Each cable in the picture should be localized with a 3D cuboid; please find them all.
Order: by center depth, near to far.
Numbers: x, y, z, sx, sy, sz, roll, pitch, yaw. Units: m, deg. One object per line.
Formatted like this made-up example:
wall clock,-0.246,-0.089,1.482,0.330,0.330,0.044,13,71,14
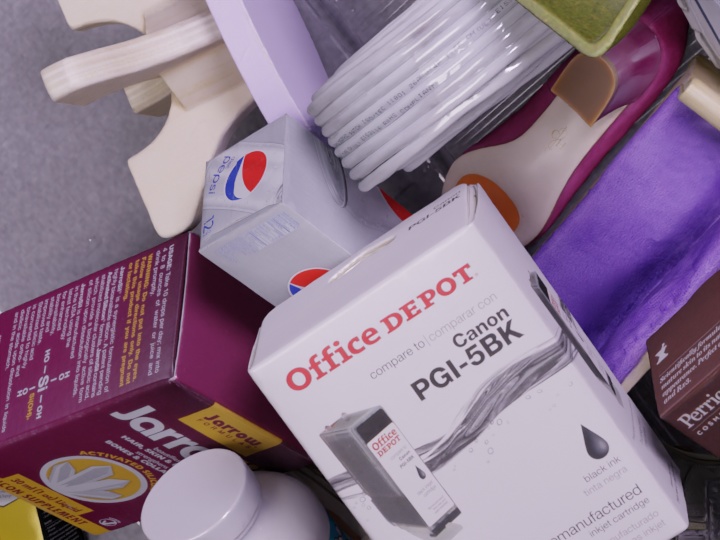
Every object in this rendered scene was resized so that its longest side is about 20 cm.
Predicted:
cable,0.061,-0.124,1.105,0.200,0.200,0.069,-37,94,28

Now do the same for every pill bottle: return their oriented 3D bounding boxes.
pill bottle,-0.048,0.194,1.230,0.110,0.111,0.200,-13,130,28

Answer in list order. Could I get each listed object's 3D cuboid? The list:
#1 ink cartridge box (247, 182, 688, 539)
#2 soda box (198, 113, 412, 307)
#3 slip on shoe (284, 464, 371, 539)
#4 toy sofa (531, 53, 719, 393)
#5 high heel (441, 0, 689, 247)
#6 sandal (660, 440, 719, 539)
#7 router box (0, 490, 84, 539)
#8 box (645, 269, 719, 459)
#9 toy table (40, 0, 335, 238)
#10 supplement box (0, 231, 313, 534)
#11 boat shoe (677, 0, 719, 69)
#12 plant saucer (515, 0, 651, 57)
ink cartridge box,0.056,0.079,1.095,0.147,0.083,0.200,-34,102,13
soda box,0.000,0.000,1.177,0.063,0.068,0.200,-28,132,30
slip on shoe,0.018,0.132,1.275,0.200,0.076,0.061,29,102,23
toy sofa,0.152,-0.012,1.144,0.083,0.098,0.200,37,118,-2
high heel,0.116,-0.080,1.190,0.067,0.096,0.200,43,138,12
sandal,0.186,0.134,1.191,0.200,0.057,0.080,8,88,4
router box,-0.285,0.183,1.440,0.199,0.051,0.150,-8,99,27
box,0.256,0.075,1.090,0.200,0.075,0.100,34,119,-19
toy table,-0.098,-0.122,1.207,0.117,0.184,0.201,-25,74,13
supplement box,-0.132,0.074,1.267,0.200,0.131,0.104,-22,50,36
boat shoe,0.179,-0.163,1.066,0.065,0.074,0.200,34,156,49
plant saucer,0.116,-0.224,0.984,0.200,0.048,0.200,45,109,38
